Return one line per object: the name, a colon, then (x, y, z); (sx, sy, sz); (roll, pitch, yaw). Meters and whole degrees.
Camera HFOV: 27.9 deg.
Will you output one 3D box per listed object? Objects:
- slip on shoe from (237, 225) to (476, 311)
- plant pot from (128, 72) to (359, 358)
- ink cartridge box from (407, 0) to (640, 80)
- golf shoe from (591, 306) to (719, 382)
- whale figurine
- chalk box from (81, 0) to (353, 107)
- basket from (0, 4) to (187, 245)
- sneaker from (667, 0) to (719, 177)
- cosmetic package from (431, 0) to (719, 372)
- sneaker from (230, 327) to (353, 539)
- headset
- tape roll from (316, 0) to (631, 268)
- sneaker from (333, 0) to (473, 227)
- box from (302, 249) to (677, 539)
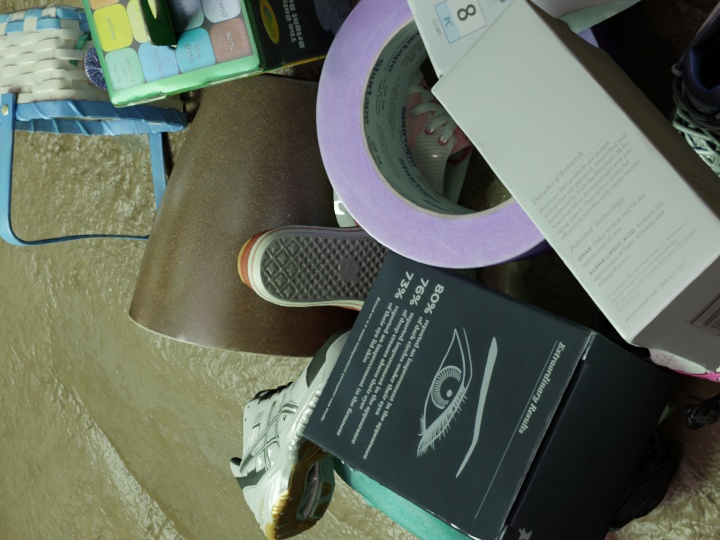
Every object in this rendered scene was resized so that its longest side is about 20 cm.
slip on shoe: (0.000, 0.000, 1.056); (0.061, 0.199, 0.075); (14, 97, 58)
plant pot: (-0.076, -0.052, 1.134); (0.186, 0.186, 0.202); (16, 101, 40)
ink cartridge box: (0.111, -0.225, 0.876); (0.199, 0.047, 0.161); (-25, 74, 16)
golf shoe: (0.211, 0.035, 0.870); (0.200, 0.091, 0.073); (159, 111, -73)
whale figurine: (0.045, 0.162, 1.127); (0.159, 0.103, 0.201); (-30, 85, 45)
chalk box: (-0.105, -0.185, 0.962); (0.123, 0.200, 0.126); (-10, 98, 27)
basket: (-0.239, -0.124, 1.249); (0.138, 0.176, 0.202); (5, 97, 39)
sneaker: (0.216, -0.108, 0.875); (0.077, 0.085, 0.201); (38, 129, 28)
cosmetic package: (0.140, -0.050, 0.802); (0.081, 0.113, 0.200); (-47, 55, 18)
sneaker: (-0.051, 0.109, 1.078); (0.088, 0.075, 0.201); (49, 130, 32)
headset: (0.184, 0.111, 1.014); (0.124, 0.094, 0.200); (62, 151, 1)
tape roll: (0.077, -0.103, 0.959); (0.198, 0.085, 0.202); (2, 94, 22)
sneaker: (0.034, -0.127, 1.061); (0.104, 0.075, 0.202); (1, 96, 26)
box: (0.081, 0.091, 0.956); (0.199, 0.104, 0.149); (25, 88, 47)
